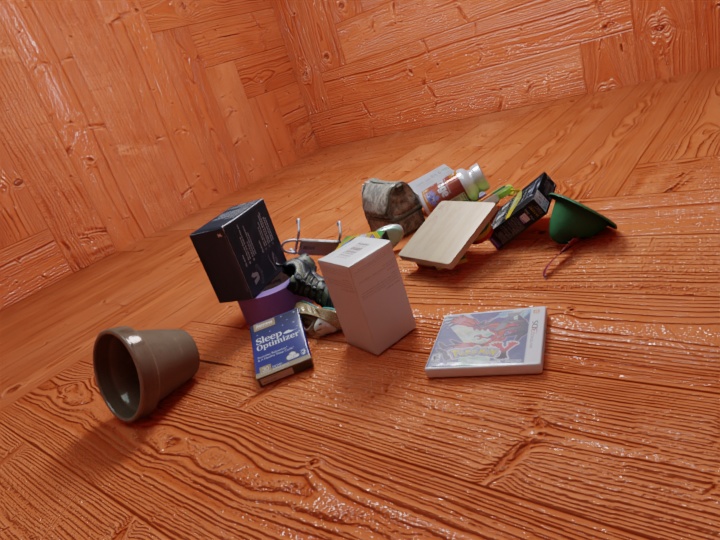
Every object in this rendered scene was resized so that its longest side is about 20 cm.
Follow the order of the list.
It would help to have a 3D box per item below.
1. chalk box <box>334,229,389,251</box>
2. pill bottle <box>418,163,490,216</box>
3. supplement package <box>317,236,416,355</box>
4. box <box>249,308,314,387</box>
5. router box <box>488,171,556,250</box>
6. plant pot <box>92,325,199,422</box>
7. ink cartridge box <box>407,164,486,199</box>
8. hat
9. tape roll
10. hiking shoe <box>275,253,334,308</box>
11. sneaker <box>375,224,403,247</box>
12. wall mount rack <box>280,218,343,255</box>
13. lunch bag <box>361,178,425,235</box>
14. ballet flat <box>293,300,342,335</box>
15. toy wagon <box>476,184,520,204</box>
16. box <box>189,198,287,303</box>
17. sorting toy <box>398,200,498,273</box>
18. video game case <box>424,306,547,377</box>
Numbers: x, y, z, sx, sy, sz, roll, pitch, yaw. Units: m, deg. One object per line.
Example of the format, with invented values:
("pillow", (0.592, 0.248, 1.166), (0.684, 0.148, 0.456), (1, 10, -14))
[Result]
("chalk box", (0.000, 0.000, 1.320), (0.122, 0.126, 0.200), (-9, 22, 24))
("pill bottle", (0.286, -0.236, 1.603), (0.199, 0.113, 0.112), (-30, 17, 17))
("supplement package", (0.015, 0.049, 1.081), (0.116, 0.202, 0.117), (-31, 24, -30))
("box", (-0.178, 0.153, 1.156), (0.120, 0.033, 0.201), (-21, 36, -3))
("router box", (0.411, -0.154, 1.349), (0.157, 0.052, 0.200), (-42, 4, 39))
("plant pot", (-0.456, 0.203, 1.159), (0.198, 0.203, 0.174), (-2, 10, 38))
("ink cartridge box", (0.282, -0.257, 1.763), (0.195, 0.044, 0.200), (-30, 58, -29))
("hat", (0.465, -0.066, 1.221), (0.198, 0.178, 0.166), (19, 12, -36))
("tape roll", (-0.229, 0.063, 1.417), (0.197, 0.086, 0.200), (-16, 21, 6))
("hiking shoe", (-0.129, 0.045, 1.296), (0.100, 0.076, 0.200), (-18, 50, -35))
("sneaker", (0.042, -0.059, 1.495), (0.199, 0.074, 0.118), (-29, 14, 2))
("wall mount rack", (-0.125, -0.073, 1.462), (0.197, 0.174, 0.075), (2, 59, -14))
("lunch bag", (0.094, -0.209, 1.689), (0.138, 0.170, 0.199), (-27, 22, -21))
("ballet flat", (-0.094, 0.118, 1.222), (0.199, 0.070, 0.066), (5, 58, 52))
("toy wagon", (0.379, -0.202, 1.524), (0.154, 0.040, 0.200), (-33, 0, -30))
("box", (-0.309, -0.053, 1.376), (0.116, 0.199, 0.200), (-8, 23, 26))
("sorting toy", (0.227, -0.077, 1.324), (0.200, 0.070, 0.198), (-50, 29, -17))
("video game case", (0.231, 0.127, 0.956), (0.198, 0.023, 0.182), (-9, 23, 26))
